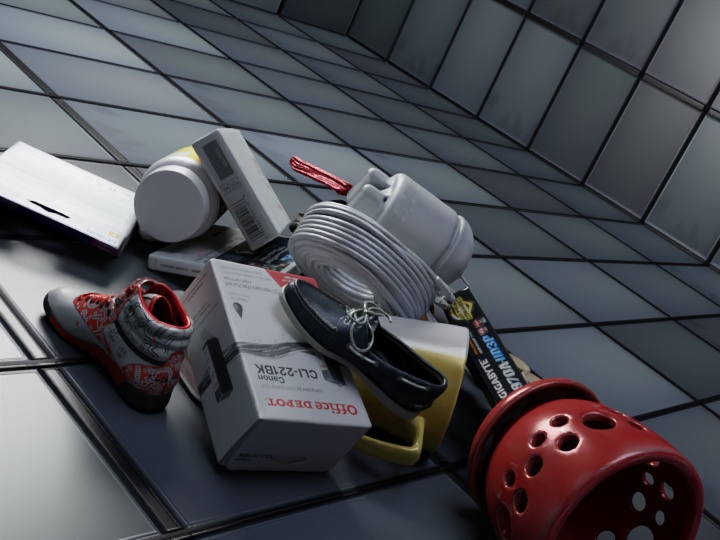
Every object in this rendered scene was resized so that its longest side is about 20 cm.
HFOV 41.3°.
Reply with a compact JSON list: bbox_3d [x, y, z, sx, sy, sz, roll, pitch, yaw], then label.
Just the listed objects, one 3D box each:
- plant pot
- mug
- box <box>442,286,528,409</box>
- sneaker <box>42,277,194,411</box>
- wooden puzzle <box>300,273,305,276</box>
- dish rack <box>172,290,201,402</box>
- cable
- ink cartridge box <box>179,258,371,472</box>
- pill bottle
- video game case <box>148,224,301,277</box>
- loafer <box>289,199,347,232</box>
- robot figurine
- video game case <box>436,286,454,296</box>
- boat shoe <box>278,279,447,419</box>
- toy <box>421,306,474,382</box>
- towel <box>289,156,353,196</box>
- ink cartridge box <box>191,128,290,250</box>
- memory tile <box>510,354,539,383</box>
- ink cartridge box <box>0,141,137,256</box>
[{"bbox_3d":[0.217,0.227,0.986,0.199,0.202,0.182,14,14,-31],"label":"plant pot"},{"bbox_3d":[0.034,0.119,1.097,0.152,0.151,0.187,17,5,-1],"label":"mug"},{"bbox_3d":[0.174,0.139,1.195,0.160,0.046,0.201,62,1,-43],"label":"box"},{"bbox_3d":[-0.247,0.043,0.985,0.201,0.109,0.067,38,23,31],"label":"sneaker"},{"bbox_3d":[-0.020,0.010,1.452,0.184,0.047,0.200,25,15,-4],"label":"wooden puzzle"},{"bbox_3d":[-0.147,0.085,1.104,0.171,0.044,0.200,8,27,-43],"label":"dish rack"},{"bbox_3d":[0.000,0.000,1.199,0.200,0.069,0.199,45,-21,-25],"label":"cable"},{"bbox_3d":[-0.092,0.099,0.987,0.143,0.084,0.201,12,43,-40],"label":"ink cartridge box"},{"bbox_3d":[-0.241,-0.106,1.316,0.113,0.115,0.200,24,14,-4],"label":"pill bottle"},{"bbox_3d":[-0.163,-0.020,1.297,0.180,0.024,0.200,9,16,13],"label":"video game case"},{"bbox_3d":[-0.049,-0.078,1.456,0.072,0.072,0.200,27,10,13],"label":"loafer"},{"bbox_3d":[0.071,-0.050,1.284,0.199,0.113,0.170,34,41,-15],"label":"robot figurine"},{"bbox_3d":[0.112,0.021,1.441,0.200,0.023,0.182,44,6,0],"label":"video game case"},{"bbox_3d":[0.004,0.072,0.987,0.200,0.062,0.075,43,30,-3],"label":"boat shoe"},{"bbox_3d":[0.096,0.088,1.365,0.115,0.047,0.200,53,8,-18],"label":"toy"},{"bbox_3d":[-0.009,-0.113,1.483,0.144,0.023,0.199,32,3,43],"label":"towel"},{"bbox_3d":[-0.162,-0.119,1.331,0.163,0.050,0.200,60,2,-6],"label":"ink cartridge box"},{"bbox_3d":[0.233,0.170,1.377,0.152,0.017,0.200,20,19,-38],"label":"memory tile"},{"bbox_3d":[-0.388,-0.087,1.236,0.195,0.044,0.200,25,21,-10],"label":"ink cartridge box"}]
